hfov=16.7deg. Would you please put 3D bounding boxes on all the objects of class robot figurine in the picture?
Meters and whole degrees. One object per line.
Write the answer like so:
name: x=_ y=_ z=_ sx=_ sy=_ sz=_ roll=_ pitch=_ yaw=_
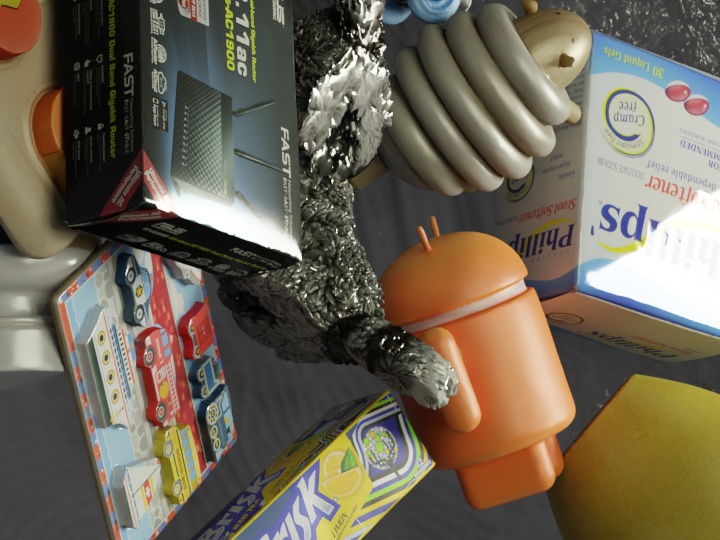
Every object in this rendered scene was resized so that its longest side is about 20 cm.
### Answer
robot figurine: x=0.078 y=0.060 z=1.701 sx=0.143 sy=0.116 sz=0.201 roll=-22 pitch=95 yaw=-36

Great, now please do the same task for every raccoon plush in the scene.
raccoon plush: x=-0.045 y=-0.140 z=1.581 sx=0.097 sy=0.133 sz=0.201 roll=33 pitch=79 yaw=-54
raccoon plush: x=0.000 y=0.000 z=1.631 sx=0.199 sy=0.097 sz=0.134 roll=34 pitch=61 yaw=6

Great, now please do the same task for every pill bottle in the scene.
pill bottle: x=-0.217 y=-0.033 z=1.490 sx=0.119 sy=0.119 sz=0.202 roll=3 pitch=78 yaw=-37

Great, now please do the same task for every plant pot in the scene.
plant pot: x=0.215 y=0.159 z=1.756 sx=0.142 sy=0.200 sz=0.200 roll=40 pitch=55 yaw=5

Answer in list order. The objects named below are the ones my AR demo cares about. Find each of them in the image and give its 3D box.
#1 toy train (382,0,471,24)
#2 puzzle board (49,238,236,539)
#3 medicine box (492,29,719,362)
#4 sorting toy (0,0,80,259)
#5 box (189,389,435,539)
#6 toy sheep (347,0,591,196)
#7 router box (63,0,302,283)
toy train: x=0.005 y=-0.246 z=1.717 sx=0.199 sy=0.086 sz=0.115 roll=20 pitch=84 yaw=-33
puzzle board: x=-0.128 y=0.065 z=1.525 sx=0.151 sy=0.017 sz=0.201 roll=-51 pitch=139 yaw=-49
medicine box: x=0.199 y=-0.050 z=1.826 sx=0.181 sy=0.103 sz=0.202 roll=16 pitch=70 yaw=-34
sorting toy: x=-0.177 y=-0.135 z=1.438 sx=0.186 sy=0.036 sz=0.200 roll=60 pitch=42 yaw=-22
box: x=-0.044 y=0.164 z=1.611 sx=0.200 sy=0.070 sz=0.065 roll=-42 pitch=104 yaw=-36
toy sheep: x=0.076 y=-0.114 z=1.710 sx=0.138 sy=0.200 sz=0.138 roll=49 pitch=11 yaw=-13
router box: x=-0.104 y=-0.107 z=1.453 sx=0.149 sy=0.062 sz=0.202 roll=19 pitch=63 yaw=-53
